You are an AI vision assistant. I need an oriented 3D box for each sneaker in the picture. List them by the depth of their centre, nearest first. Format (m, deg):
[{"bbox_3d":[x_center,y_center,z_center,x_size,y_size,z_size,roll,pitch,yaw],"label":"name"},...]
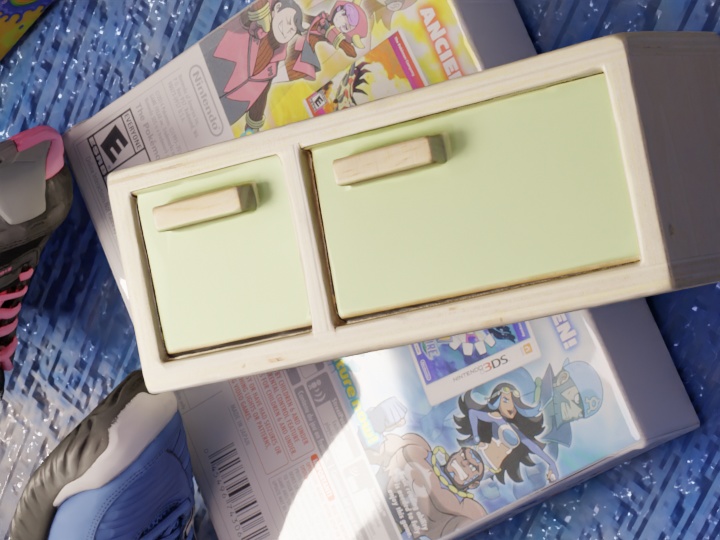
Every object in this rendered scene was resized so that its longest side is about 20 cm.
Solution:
[{"bbox_3d":[-0.080,0.110,0.878,0.077,0.076,0.201,34,145,17],"label":"sneaker"},{"bbox_3d":[-0.150,0.007,0.919,0.200,0.079,0.096,-20,91,63],"label":"sneaker"}]

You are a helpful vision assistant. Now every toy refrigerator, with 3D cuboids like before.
[{"bbox_3d":[0.017,-0.015,0.758,0.199,0.070,0.076,-12,88,36],"label":"toy refrigerator"}]

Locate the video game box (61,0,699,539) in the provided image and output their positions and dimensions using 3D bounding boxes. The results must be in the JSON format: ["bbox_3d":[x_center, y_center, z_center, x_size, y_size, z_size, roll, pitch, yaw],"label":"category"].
[{"bbox_3d":[0.000,0.000,0.842,0.182,0.047,0.201,-30,77,37],"label":"video game box"}]

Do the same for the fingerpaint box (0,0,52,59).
[{"bbox_3d":[-0.209,-0.103,0.911,0.200,0.166,0.074,-42,69,31],"label":"fingerpaint box"}]
